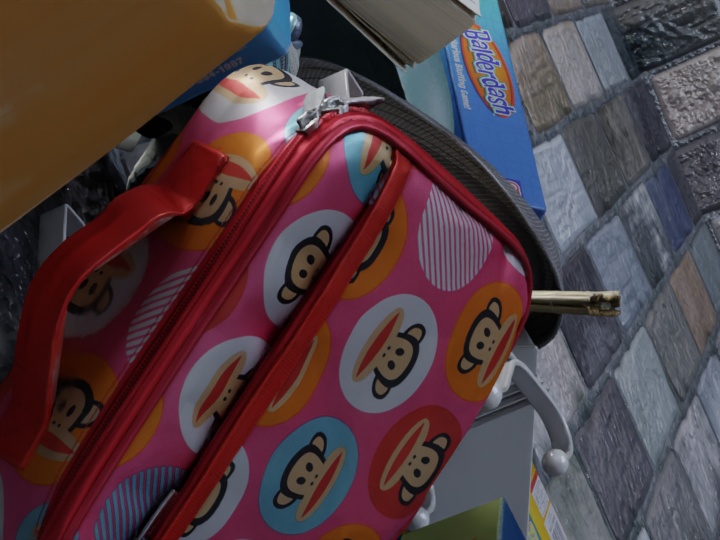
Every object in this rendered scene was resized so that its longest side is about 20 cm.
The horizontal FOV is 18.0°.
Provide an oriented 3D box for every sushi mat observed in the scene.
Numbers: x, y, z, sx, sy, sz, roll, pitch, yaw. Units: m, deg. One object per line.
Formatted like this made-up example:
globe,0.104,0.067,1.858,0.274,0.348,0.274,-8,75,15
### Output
sushi mat,0.009,0.010,0.989,0.096,0.199,0.012,4,89,-77

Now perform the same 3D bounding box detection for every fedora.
fedora,0.000,0.000,1.102,0.200,0.177,0.091,41,58,-18

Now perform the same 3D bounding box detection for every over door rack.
over door rack,-0.021,0.038,0.913,0.200,0.147,0.067,55,22,-30

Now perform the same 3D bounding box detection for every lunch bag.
lunch bag,-0.044,0.035,0.767,0.082,0.201,0.176,28,-8,41

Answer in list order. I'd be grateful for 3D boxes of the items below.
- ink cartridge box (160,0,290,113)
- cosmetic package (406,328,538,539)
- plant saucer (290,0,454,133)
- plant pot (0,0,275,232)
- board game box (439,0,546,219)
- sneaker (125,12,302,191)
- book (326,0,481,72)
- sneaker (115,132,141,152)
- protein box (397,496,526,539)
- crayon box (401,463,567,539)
ink cartridge box,-0.136,-0.162,0.820,0.200,0.146,0.146,56,19,-37
cosmetic package,0.046,0.122,1.027,0.083,0.050,0.201,-115,-153,-78
plant saucer,0.007,-0.111,1.176,0.201,0.039,0.202,90,-26,-63
plant pot,-0.132,-0.089,0.655,0.201,0.182,0.201,57,18,-30
board game box,0.037,-0.057,1.270,0.045,0.152,0.201,11,44,-21
sneaker,-0.051,-0.068,0.966,0.200,0.077,0.087,97,17,-65
book,-0.006,-0.208,1.086,0.133,0.048,0.201,37,34,-30
sneaker,-0.127,-0.159,1.011,0.074,0.115,0.201,151,-49,-69
protein box,0.031,0.231,0.837,0.201,0.134,0.199,62,16,-18
crayon box,0.053,0.138,1.197,0.119,0.058,0.200,65,15,-7
